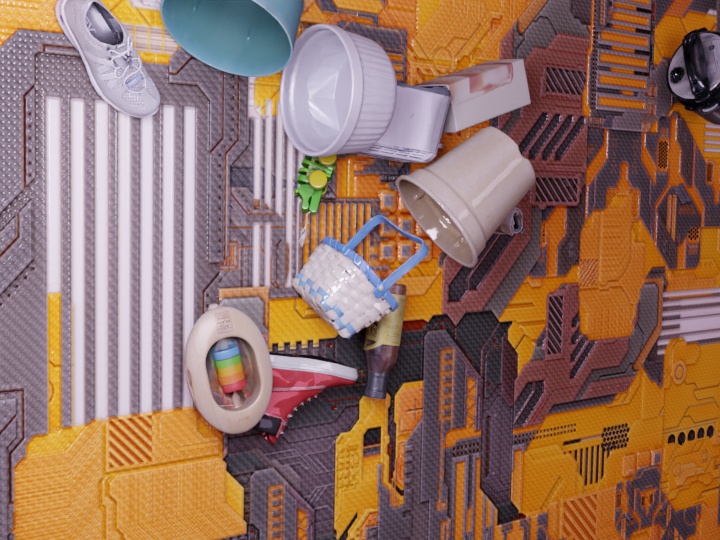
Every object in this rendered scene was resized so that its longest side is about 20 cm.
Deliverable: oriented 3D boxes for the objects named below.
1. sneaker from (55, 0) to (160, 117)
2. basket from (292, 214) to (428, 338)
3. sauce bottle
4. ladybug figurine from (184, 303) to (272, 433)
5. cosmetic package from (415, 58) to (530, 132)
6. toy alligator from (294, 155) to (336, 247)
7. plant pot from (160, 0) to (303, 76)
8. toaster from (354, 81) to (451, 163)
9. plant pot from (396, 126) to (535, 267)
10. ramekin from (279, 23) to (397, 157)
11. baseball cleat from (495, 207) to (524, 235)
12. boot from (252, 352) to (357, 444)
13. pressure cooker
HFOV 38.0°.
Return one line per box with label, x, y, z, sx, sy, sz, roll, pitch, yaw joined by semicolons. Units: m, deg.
sneaker;-0.344;-0.295;1.454;0.075;0.082;0.201;-51;122;-24
basket;0.000;0.000;1.710;0.200;0.176;0.139;-45;121;-5
sauce bottle;0.038;0.121;1.816;0.066;0.066;0.202;10;86;-39
ladybug figurine;-0.207;0.148;1.605;0.135;0.072;0.202;-11;97;-24
cosmetic package;0.200;-0.316;1.885;0.199;0.103;0.088;-24;110;-36
toy alligator;-0.083;-0.138;1.704;0.054;0.059;0.202;21;78;2
plant pot;-0.171;-0.409;1.522;0.200;0.199;0.162;35;59;-35
toaster;0.052;-0.253;1.753;0.198;0.113;0.131;7;92;-23
plant pot;0.195;-0.140;1.804;0.183;0.200;0.201;-41;119;-10
ramekin;-0.031;-0.276;1.634;0.104;0.199;0.203;-1;95;-38
baseball cleat;0.230;-0.128;1.923;0.199;0.106;0.070;29;81;-35
boot;-0.100;0.212;1.711;0.198;0.072;0.146;7;90;-31
pressure cooker;0.773;-0.424;2.295;0.199;0.176;0.180;19;106;-37
